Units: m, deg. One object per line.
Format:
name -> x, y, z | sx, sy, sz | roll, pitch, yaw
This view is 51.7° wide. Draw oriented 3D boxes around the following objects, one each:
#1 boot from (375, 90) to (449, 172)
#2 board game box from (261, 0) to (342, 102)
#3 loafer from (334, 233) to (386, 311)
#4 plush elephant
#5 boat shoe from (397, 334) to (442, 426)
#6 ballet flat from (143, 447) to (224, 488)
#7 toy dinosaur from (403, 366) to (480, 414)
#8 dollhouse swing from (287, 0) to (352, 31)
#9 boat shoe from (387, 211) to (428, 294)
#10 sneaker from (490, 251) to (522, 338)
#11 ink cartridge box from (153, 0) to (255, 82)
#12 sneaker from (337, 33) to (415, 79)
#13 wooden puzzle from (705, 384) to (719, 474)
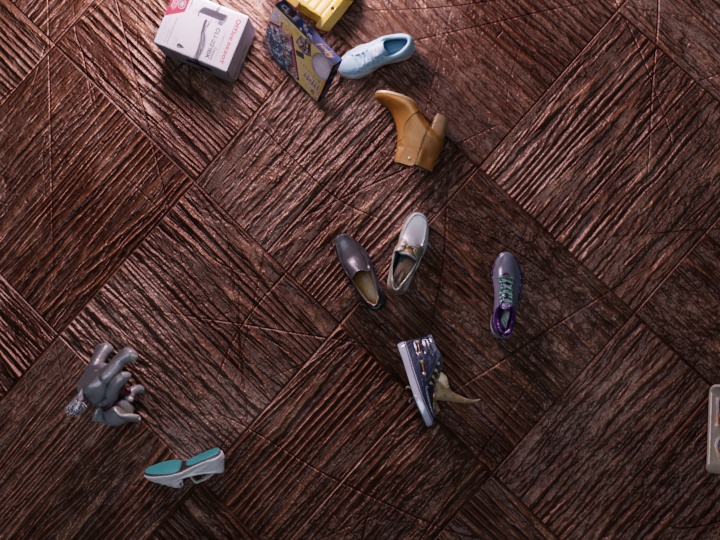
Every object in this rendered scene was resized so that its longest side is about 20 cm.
boot -> 0.103, -0.325, 1.755 | 0.198, 0.071, 0.146 | 24, 86, -1
board game box -> -0.141, -0.516, 1.752 | 0.200, 0.136, 0.035 | 46, 57, 4
loafer -> 0.000, 0.000, 1.745 | 0.072, 0.072, 0.202 | -33, 85, 2
plush elephant -> -0.574, 0.290, 1.737 | 0.163, 0.155, 0.202 | -4, 46, 40
boat shoe -> 0.154, 0.244, 1.686 | 0.089, 0.071, 0.203 | -18, 68, 0
ballet flat -> -0.412, 0.478, 1.756 | 0.196, 0.069, 0.071 | -16, 86, 2
toy dinosaur -> 0.177, 0.288, 1.727 | 0.198, 0.058, 0.102 | 30, 88, 4
dollhouse swing -> -0.128, -0.690, 1.738 | 0.199, 0.176, 0.182 | 40, 90, 6
boat shoe -> 0.115, -0.040, 1.742 | 0.073, 0.068, 0.204 | 15, 88, 4
sneaker -> 0.341, 0.056, 1.713 | 0.073, 0.088, 0.204 | 2, 87, 4
ink cartridge box -> -0.373, -0.565, 1.792 | 0.197, 0.084, 0.147 | 23, 88, 4
sneaker -> 0.034, -0.519, 1.765 | 0.197, 0.082, 0.075 | -22, 85, 2
wooden puzzle -> 0.885, 0.369, 1.684 | 0.181, 0.046, 0.204 | 5, 88, 4
